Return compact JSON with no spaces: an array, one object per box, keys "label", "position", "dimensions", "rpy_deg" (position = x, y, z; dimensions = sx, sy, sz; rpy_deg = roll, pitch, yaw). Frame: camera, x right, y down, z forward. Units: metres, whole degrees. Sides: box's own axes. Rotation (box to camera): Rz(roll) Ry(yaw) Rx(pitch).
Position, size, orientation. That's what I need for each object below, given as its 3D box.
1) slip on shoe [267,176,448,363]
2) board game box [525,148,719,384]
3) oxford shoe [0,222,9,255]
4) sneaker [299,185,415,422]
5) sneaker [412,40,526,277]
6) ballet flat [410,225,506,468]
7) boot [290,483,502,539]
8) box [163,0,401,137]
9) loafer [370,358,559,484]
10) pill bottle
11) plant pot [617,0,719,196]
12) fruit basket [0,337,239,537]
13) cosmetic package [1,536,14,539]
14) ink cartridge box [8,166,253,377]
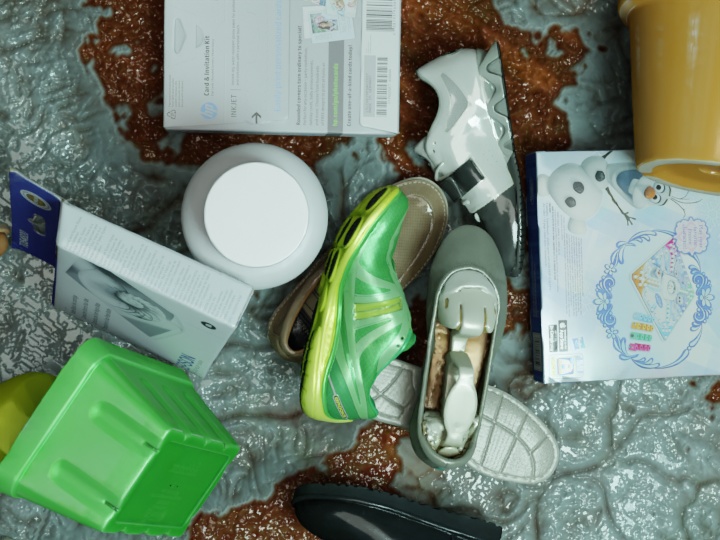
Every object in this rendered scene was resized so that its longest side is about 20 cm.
[{"label":"slip on shoe","position":[0.000,0.000,1.147],"dimensions":[0.200,0.061,0.076],"rpy_deg":[-42,94,-3]},{"label":"board game box","position":[0.247,-0.006,1.176],"dimensions":[0.199,0.043,0.200],"rpy_deg":[-2,91,-7]},{"label":"oxford shoe","position":[-0.368,0.023,1.107],"dimensions":[0.200,0.071,0.071],"rpy_deg":[-28,84,6]},{"label":"sneaker","position":[0.007,0.028,1.086],"dimensions":[0.083,0.074,0.200],"rpy_deg":[13,102,-10]},{"label":"sneaker","position":[0.093,-0.089,1.156],"dimensions":[0.088,0.074,0.200],"rpy_deg":[-10,89,7]},{"label":"ballet flat","position":[0.084,0.063,1.089],"dimensions":[0.067,0.064,0.200],"rpy_deg":[9,88,-8]},{"label":"boot","position":[0.025,0.275,1.121],"dimensions":[0.198,0.073,0.163],"rpy_deg":[15,66,-7]},{"label":"box","position":[-0.067,-0.193,1.148],"dimensions":[0.200,0.041,0.156],"rpy_deg":[0,91,-6]},{"label":"loafer","position":[0.075,0.123,1.160],"dimensions":[0.200,0.063,0.072],"rpy_deg":[24,84,-8]},{"label":"pill bottle","position":[-0.085,-0.042,1.068],"dimensions":[0.112,0.200,0.113],"rpy_deg":[0,90,-5]},{"label":"plant pot","position":[0.300,-0.162,1.095],"dimensions":[0.200,0.200,0.184],"rpy_deg":[11,84,-5]},{"label":"fruit basket","position":[-0.225,0.125,1.071],"dimensions":[0.215,0.216,0.156],"rpy_deg":[34,88,-5]},{"label":"cosmetic package","position":[-0.269,0.286,1.056],"dimensions":[0.103,0.200,0.087],"rpy_deg":[27,87,-5]},{"label":"ink cartridge box","position":[-0.193,0.010,1.061],"dimensions":[0.200,0.200,0.041],"rpy_deg":[26,70,-5]}]
